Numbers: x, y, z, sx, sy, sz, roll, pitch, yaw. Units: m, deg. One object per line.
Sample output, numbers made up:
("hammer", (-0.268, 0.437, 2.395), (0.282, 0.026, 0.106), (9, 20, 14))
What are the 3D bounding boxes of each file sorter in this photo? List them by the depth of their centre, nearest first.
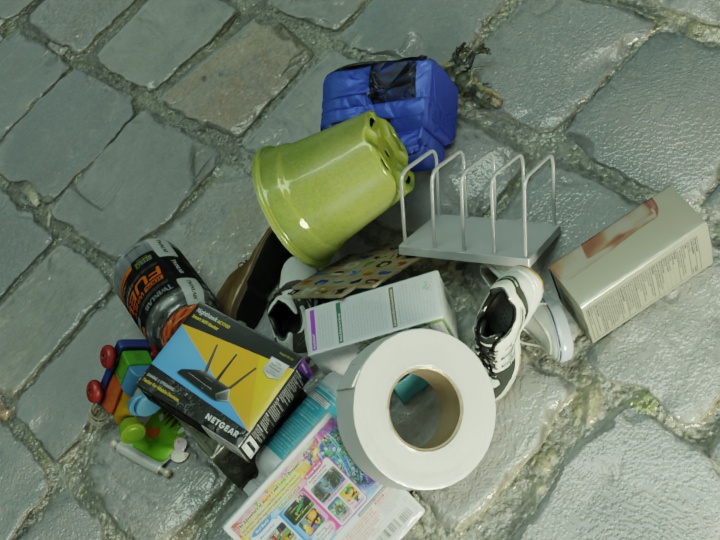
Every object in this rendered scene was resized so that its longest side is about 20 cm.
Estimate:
("file sorter", (0.167, -0.095, 1.646), (0.197, 0.127, 0.139), (6, 24, 27))

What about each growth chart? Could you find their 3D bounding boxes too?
("growth chart", (-0.290, 0.206, 1.749), (0.143, 0.018, 0.202), (11, 64, 29))

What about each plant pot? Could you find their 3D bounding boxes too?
("plant pot", (-0.028, -0.134, 1.701), (0.183, 0.200, 0.203), (-28, 49, 24))

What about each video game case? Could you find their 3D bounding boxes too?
("video game case", (-0.046, 0.318, 1.490), (0.182, 0.024, 0.200), (45, 79, -2))

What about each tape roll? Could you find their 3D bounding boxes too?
("tape roll", (0.070, 0.178, 1.487), (0.204, 0.202, 0.071), (-56, 11, -18))

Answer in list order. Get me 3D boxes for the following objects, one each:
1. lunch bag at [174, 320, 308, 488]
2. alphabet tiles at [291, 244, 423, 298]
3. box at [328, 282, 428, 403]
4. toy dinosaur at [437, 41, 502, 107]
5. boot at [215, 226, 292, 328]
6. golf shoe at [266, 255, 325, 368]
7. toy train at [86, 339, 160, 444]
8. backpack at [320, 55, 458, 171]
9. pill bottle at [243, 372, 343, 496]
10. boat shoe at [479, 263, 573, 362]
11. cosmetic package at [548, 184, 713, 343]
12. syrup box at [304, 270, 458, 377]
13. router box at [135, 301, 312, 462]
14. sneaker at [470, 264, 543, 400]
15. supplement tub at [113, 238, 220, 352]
("lunch bag", (-0.186, 0.174, 1.660), (0.164, 0.118, 0.200), (-42, 49, -9))
("alphabet tiles", (0.000, 0.000, 1.678), (0.165, 0.006, 0.199), (-2, 21, 43))
("box", (0.037, 0.089, 1.661), (0.082, 0.049, 0.200), (-36, 51, -3))
("toy dinosaur", (0.163, -0.331, 1.895), (0.199, 0.047, 0.089), (31, 80, 40))
("boot", (-0.165, -0.006, 1.808), (0.075, 0.074, 0.202), (12, 65, 41))
("golf shoe", (-0.096, 0.046, 1.722), (0.077, 0.095, 0.202), (-18, 51, 13))
("toy train", (-0.348, 0.208, 1.702), (0.116, 0.084, 0.202), (57, 131, 39))
("backpack", (0.034, -0.240, 1.814), (0.197, 0.162, 0.171), (1, 73, 22))
("pill bottle", (-0.066, 0.243, 1.562), (0.200, 0.111, 0.110), (-46, 52, -11))
("boat shoe", (0.212, 0.053, 1.576), (0.085, 0.075, 0.203), (-13, 47, -14))
("cosmetic package", (0.361, -0.008, 1.550), (0.198, 0.104, 0.088), (-32, 52, -1))
("syrup box", (0.028, 0.077, 1.589), (0.197, 0.079, 0.082), (-16, 53, 14))
("router box", (-0.185, 0.147, 1.571), (0.198, 0.051, 0.150), (24, 67, 31))
("sneaker", (0.170, 0.089, 1.515), (0.075, 0.203, 0.087), (26, 29, 27))
("supplement tub", (-0.291, 0.049, 1.778), (0.122, 0.123, 0.200), (-40, 45, -6))
